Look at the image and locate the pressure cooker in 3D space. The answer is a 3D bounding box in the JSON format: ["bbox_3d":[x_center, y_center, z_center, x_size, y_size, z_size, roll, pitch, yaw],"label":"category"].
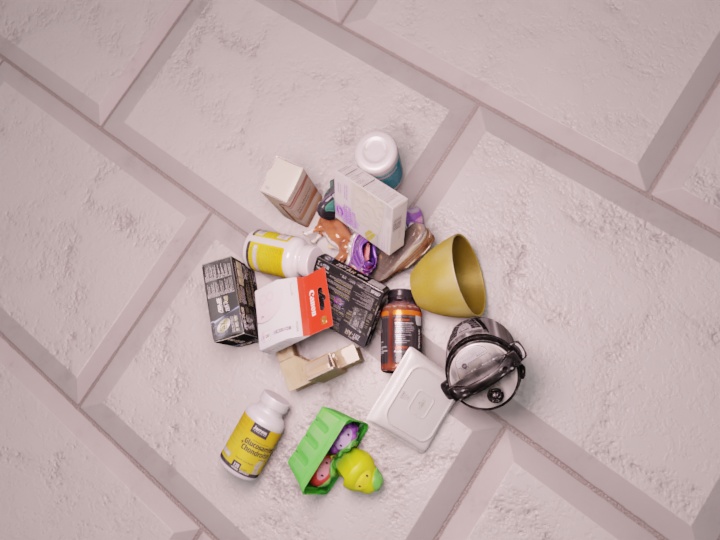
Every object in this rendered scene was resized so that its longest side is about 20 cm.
[{"bbox_3d":[0.279,0.214,1.192,0.174,0.200,0.180,14,106,8],"label":"pressure cooker"}]

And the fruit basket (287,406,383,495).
[{"bbox_3d":[-0.044,0.458,1.260,0.211,0.155,0.221,-10,65,23],"label":"fruit basket"}]

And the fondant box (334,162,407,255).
[{"bbox_3d":[0.021,-0.150,1.272,0.058,0.146,0.199,-33,54,-29],"label":"fondant box"}]

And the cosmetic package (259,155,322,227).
[{"bbox_3d":[-0.178,-0.202,1.383,0.086,0.200,0.105,25,84,15],"label":"cosmetic package"}]

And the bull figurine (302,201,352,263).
[{"bbox_3d":[-0.079,-0.099,1.415,0.121,0.065,0.201,-38,73,4],"label":"bull figurine"}]

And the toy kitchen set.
[{"bbox_3d":[-0.120,0.183,1.312,0.196,0.163,0.184,-24,75,4],"label":"toy kitchen set"}]

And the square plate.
[{"bbox_3d":[0.138,0.314,1.247,0.197,0.028,0.202,35,85,-25],"label":"square plate"}]

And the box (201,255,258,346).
[{"bbox_3d":[-0.327,0.086,1.371,0.084,0.164,0.205,-15,77,6],"label":"box"}]

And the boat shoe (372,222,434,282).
[{"bbox_3d":[0.111,-0.033,1.340,0.199,0.071,0.077,-42,43,29],"label":"boat shoe"}]

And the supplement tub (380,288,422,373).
[{"bbox_3d":[0.102,0.151,1.306,0.104,0.107,0.205,-1,77,10],"label":"supplement tub"}]

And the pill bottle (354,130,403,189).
[{"bbox_3d":[0.052,-0.267,1.354,0.108,0.200,0.114,-2,77,10],"label":"pill bottle"}]

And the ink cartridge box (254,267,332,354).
[{"bbox_3d":[-0.169,0.092,1.284,0.198,0.057,0.166,-28,57,28],"label":"ink cartridge box"}]

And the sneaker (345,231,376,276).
[{"bbox_3d":[0.000,0.000,1.343,0.079,0.083,0.205,1,100,-32],"label":"sneaker"}]

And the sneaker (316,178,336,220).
[{"bbox_3d":[-0.068,-0.199,1.398,0.086,0.076,0.199,26,40,24],"label":"sneaker"}]

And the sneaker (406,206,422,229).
[{"bbox_3d":[0.078,-0.135,1.390,0.195,0.081,0.091,3,74,5],"label":"sneaker"}]

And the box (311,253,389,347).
[{"bbox_3d":[-0.041,0.074,1.319,0.197,0.043,0.163,27,113,18],"label":"box"}]

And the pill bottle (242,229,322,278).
[{"bbox_3d":[-0.203,-0.039,1.383,0.196,0.111,0.114,12,80,25],"label":"pill bottle"}]

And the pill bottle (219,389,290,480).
[{"bbox_3d":[-0.259,0.408,1.318,0.111,0.112,0.203,28,85,15],"label":"pill bottle"}]

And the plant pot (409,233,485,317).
[{"bbox_3d":[0.204,0.027,1.287,0.140,0.199,0.205,-17,75,30],"label":"plant pot"}]
